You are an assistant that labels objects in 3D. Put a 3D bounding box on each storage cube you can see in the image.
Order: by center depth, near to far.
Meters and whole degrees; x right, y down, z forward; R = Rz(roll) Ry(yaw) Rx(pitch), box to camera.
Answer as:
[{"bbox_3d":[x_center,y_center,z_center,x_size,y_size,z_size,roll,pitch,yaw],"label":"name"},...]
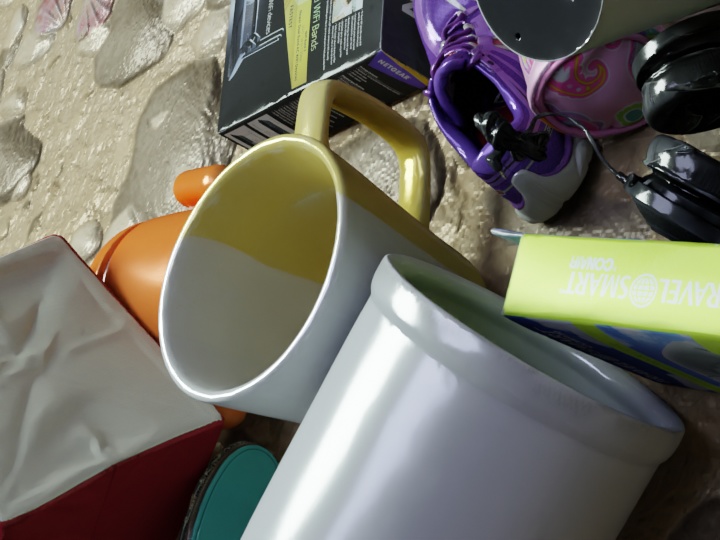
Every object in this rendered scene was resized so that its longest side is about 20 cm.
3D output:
[{"bbox_3d":[-0.218,0.116,1.163,0.200,0.170,0.180,46,134,22],"label":"storage cube"}]

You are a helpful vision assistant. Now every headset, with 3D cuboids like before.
[{"bbox_3d":[0.159,-0.070,0.956,0.199,0.094,0.125,-2,78,35],"label":"headset"}]

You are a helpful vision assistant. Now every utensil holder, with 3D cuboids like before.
[{"bbox_3d":[0.037,0.119,0.949,0.201,0.169,0.170,-60,37,9],"label":"utensil holder"}]

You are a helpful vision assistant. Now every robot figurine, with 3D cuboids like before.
[{"bbox_3d":[-0.097,0.017,1.210,0.199,0.145,0.116,-10,22,47],"label":"robot figurine"}]

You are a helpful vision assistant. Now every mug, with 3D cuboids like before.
[{"bbox_3d":[0.002,0.007,1.063,0.149,0.153,0.188,32,95,53],"label":"mug"}]

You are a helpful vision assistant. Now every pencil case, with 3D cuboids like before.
[{"bbox_3d":[0.115,-0.169,1.084,0.087,0.087,0.201,-39,43,30],"label":"pencil case"}]

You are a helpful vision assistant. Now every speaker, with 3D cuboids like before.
[{"bbox_3d":[0.144,-0.161,0.942,0.081,0.199,0.082,19,119,38],"label":"speaker"}]

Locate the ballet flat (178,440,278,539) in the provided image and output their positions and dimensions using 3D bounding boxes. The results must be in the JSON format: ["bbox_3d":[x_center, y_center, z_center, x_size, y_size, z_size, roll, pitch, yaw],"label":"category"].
[{"bbox_3d":[-0.085,0.203,1.139,0.075,0.067,0.202,-39,44,53],"label":"ballet flat"}]

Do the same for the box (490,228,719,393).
[{"bbox_3d":[0.160,0.023,0.889,0.199,0.121,0.048,6,76,51],"label":"box"}]

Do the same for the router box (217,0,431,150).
[{"bbox_3d":[-0.019,-0.192,1.282,0.157,0.052,0.202,-21,54,42],"label":"router box"}]

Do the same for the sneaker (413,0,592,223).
[{"bbox_3d":[0.070,-0.118,1.109,0.081,0.083,0.201,-46,40,22],"label":"sneaker"}]
